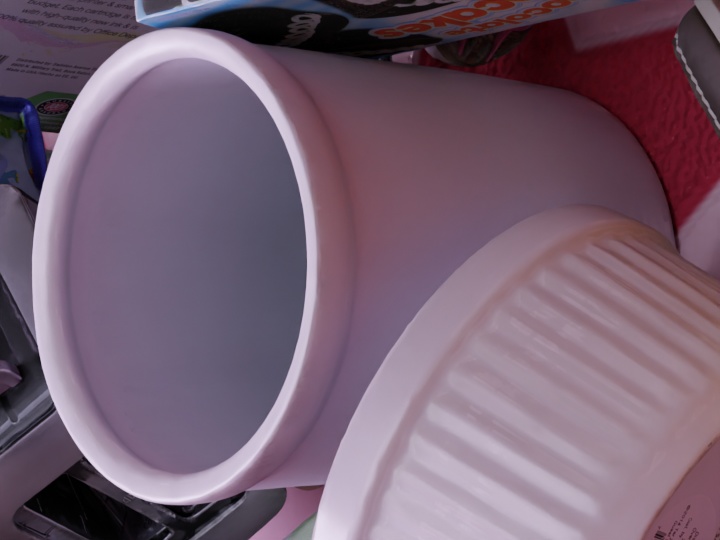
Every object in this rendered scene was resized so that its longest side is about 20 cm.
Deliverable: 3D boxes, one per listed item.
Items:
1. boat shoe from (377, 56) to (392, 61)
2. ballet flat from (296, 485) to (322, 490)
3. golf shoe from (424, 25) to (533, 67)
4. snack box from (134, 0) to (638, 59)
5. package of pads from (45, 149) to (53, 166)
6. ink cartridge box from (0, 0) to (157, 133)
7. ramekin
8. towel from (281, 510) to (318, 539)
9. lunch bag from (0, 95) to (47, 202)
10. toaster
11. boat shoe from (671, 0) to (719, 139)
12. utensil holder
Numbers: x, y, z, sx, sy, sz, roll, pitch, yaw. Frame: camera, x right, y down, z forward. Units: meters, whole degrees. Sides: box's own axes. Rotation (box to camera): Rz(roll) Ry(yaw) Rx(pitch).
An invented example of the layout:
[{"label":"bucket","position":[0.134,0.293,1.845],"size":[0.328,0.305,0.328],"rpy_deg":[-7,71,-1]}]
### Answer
[{"label":"boat shoe","position":[-0.026,-0.157,0.964],"size":[0.068,0.071,0.201],"rpy_deg":[-16,94,48]},{"label":"ballet flat","position":[-0.029,0.000,1.035],"size":[0.069,0.069,0.202],"rpy_deg":[20,104,45]},{"label":"golf shoe","position":[0.039,-0.177,0.968],"size":[0.092,0.072,0.202],"rpy_deg":[-13,71,53]},{"label":"snack box","position":[0.031,-0.114,0.837],"size":[0.199,0.116,0.037],"rpy_deg":[-9,80,35]},{"label":"package of pads","position":[-0.184,0.035,1.201],"size":[0.154,0.068,0.202],"rpy_deg":[11,98,48]},{"label":"ink cartridge box","position":[-0.147,-0.150,1.107],"size":[0.200,0.144,0.085],"rpy_deg":[-34,63,41]},{"label":"ramekin","position":[0.085,0.089,0.821],"size":[0.105,0.199,0.202],"rpy_deg":[29,110,34]},{"label":"towel","position":[-0.077,0.155,0.977],"size":[0.200,0.149,0.031],"rpy_deg":[-38,93,3]},{"label":"lunch bag","position":[-0.253,0.005,1.078],"size":[0.170,0.199,0.128],"rpy_deg":[-47,54,36]},{"label":"toaster","position":[-0.151,0.084,1.022],"size":[0.180,0.200,0.119],"rpy_deg":[-37,55,10]},{"label":"boat shoe","position":[0.165,-0.016,0.824],"size":[0.060,0.072,0.201],"rpy_deg":[-49,61,30]},{"label":"utensil holder","position":[0.000,0.000,0.906],"size":[0.169,0.199,0.172],"rpy_deg":[-1,88,46]}]
